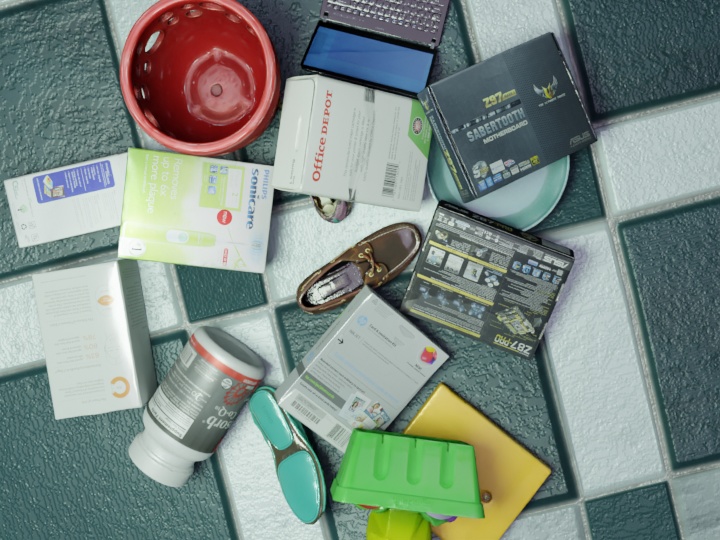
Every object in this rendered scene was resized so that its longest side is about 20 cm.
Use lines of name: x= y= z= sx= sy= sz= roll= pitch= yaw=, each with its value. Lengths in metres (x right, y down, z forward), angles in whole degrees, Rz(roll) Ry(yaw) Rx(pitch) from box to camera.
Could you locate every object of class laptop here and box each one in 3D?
laptop: x=0.028 y=-0.349 z=1.260 sx=0.175 sy=0.103 sz=0.203 roll=14 pitch=101 yaw=1

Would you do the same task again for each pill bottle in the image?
pill bottle: x=-0.229 y=0.189 z=1.299 sx=0.115 sy=0.116 sz=0.201 roll=34 pitch=95 yaw=1

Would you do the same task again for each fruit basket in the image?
fruit basket: x=0.057 y=0.322 z=1.254 sx=0.212 sy=0.156 sz=0.219 roll=0 pitch=84 yaw=-4

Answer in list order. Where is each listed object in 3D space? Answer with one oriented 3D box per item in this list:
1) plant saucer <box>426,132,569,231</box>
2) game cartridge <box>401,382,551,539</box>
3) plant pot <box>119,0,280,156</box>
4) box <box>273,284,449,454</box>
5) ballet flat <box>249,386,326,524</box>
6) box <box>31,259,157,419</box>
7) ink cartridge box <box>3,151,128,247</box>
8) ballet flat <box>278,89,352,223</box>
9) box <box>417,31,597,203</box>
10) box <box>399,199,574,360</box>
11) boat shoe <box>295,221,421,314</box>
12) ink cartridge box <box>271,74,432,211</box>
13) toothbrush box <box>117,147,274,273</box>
plant saucer: x=0.188 y=-0.148 z=1.298 sx=0.197 sy=0.036 sz=0.203 roll=0 pitch=93 yaw=2
game cartridge: x=0.140 y=0.288 z=1.330 sx=0.199 sy=0.032 sz=0.177 roll=38 pitch=94 yaw=3
plant pot: x=-0.196 y=-0.248 z=1.238 sx=0.197 sy=0.182 sz=0.204 roll=0 pitch=93 yaw=4
box: x=0.001 y=0.144 z=1.295 sx=0.155 sy=0.041 sz=0.200 roll=38 pitch=96 yaw=-22
ballet flat: x=-0.091 y=0.253 z=1.313 sx=0.067 sy=0.070 sz=0.202 roll=-28 pitch=80 yaw=15
box: x=-0.367 y=0.093 z=1.309 sx=0.123 sy=0.097 sz=0.203 roll=-8 pitch=92 yaw=3
ink cartridge box: x=-0.396 y=-0.101 z=1.330 sx=0.197 sy=0.039 sz=0.101 roll=-11 pitch=93 yaw=5
ballet flat: x=-0.063 y=-0.162 z=1.292 sx=0.068 sy=0.071 sz=0.203 roll=-19 pitch=92 yaw=7
box: x=0.193 y=-0.201 z=1.228 sx=0.198 sy=0.051 sz=0.159 roll=-25 pitch=93 yaw=-15
box: x=0.172 y=0.014 z=1.282 sx=0.198 sy=0.049 sz=0.163 roll=20 pitch=109 yaw=2
boat shoe: x=0.000 y=0.000 z=1.300 sx=0.199 sy=0.070 sz=0.071 roll=-34 pitch=90 yaw=3
ink cartridge box: x=-0.008 y=-0.164 z=1.232 sx=0.198 sy=0.084 sz=0.148 roll=7 pitch=93 yaw=-35
toothbrush box: x=-0.223 y=-0.081 z=1.278 sx=0.197 sy=0.086 sz=0.148 roll=7 pitch=93 yaw=-13
